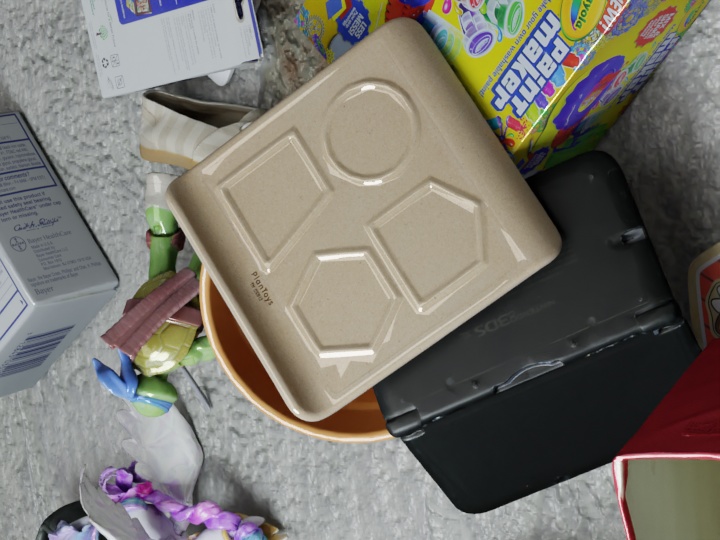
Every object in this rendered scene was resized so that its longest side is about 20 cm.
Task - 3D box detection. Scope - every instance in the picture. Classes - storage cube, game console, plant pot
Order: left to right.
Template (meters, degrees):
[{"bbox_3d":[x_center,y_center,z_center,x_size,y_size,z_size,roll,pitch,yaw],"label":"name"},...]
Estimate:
[{"bbox_3d":[0.000,0.000,1.196,0.198,0.140,0.202,4,111,10],"label":"plant pot"},{"bbox_3d":[0.112,0.045,1.107,0.199,0.116,0.177,-24,76,14],"label":"game console"},{"bbox_3d":[0.267,0.146,0.970,0.170,0.180,0.202,-7,107,33],"label":"storage cube"}]

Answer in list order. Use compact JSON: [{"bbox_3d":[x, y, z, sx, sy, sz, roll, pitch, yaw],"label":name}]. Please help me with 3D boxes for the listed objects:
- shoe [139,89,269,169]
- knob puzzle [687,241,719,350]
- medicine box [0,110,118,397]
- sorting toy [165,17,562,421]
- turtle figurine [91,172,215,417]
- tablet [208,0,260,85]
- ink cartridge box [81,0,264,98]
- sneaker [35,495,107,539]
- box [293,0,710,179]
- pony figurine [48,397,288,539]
[{"bbox_3d":[-0.105,-0.105,1.341,0.199,0.070,0.054,13,112,39],"label":"shoe"},{"bbox_3d":[0.283,0.050,1.063,0.219,0.030,0.222,13,109,39],"label":"knob puzzle"},{"bbox_3d":[-0.343,-0.010,1.554,0.182,0.103,0.201,-44,71,39],"label":"medicine box"},{"bbox_3d":[0.000,-0.032,1.075,0.199,0.036,0.186,-34,77,7],"label":"sorting toy"},{"bbox_3d":[-0.125,0.026,1.389,0.144,0.199,0.196,-1,80,64],"label":"turtle figurine"},{"bbox_3d":[-0.153,-0.257,1.385,0.200,0.014,0.131,43,126,26],"label":"tablet"},{"bbox_3d":[-0.142,-0.202,1.356,0.199,0.039,0.100,-5,98,44],"label":"ink cartridge box"},{"bbox_3d":[-0.240,0.305,1.554,0.074,0.084,0.201,-30,81,42],"label":"sneaker"},{"bbox_3d":[0.094,-0.177,1.114,0.193,0.122,0.200,50,128,19],"label":"box"},{"bbox_3d":[-0.178,0.219,1.452,0.193,0.167,0.200,44,127,-15],"label":"pony figurine"}]
